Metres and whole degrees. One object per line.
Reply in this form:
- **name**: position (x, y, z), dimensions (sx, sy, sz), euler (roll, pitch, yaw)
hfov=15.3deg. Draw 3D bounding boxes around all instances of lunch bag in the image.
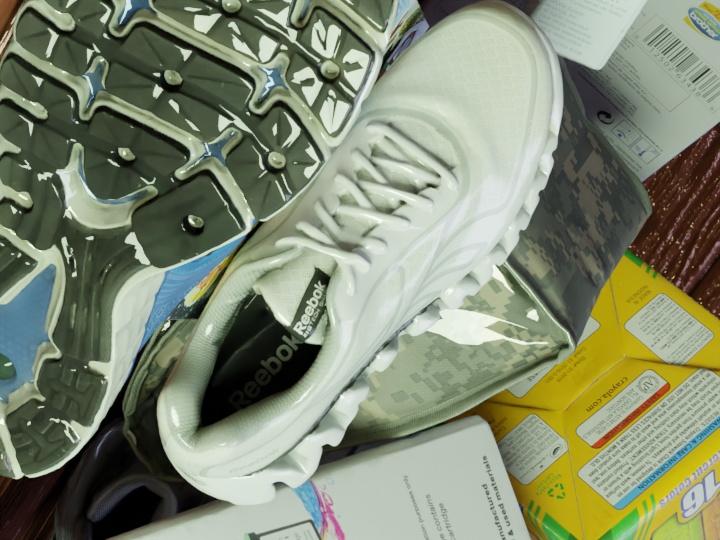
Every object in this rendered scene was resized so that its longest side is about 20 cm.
- **lunch bag**: position (0.000, 0.000, 1.101), dimensions (0.199, 0.118, 0.164), euler (-27, -169, 26)

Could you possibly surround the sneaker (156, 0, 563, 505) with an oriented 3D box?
- **sneaker**: position (0.000, -0.007, 0.913), dimensions (0.200, 0.075, 0.081), euler (-55, 167, -2)

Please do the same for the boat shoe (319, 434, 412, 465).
- **boat shoe**: position (0.012, 0.064, 1.205), dimensions (0.200, 0.065, 0.074), euler (-48, 146, -9)

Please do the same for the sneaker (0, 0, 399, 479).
- **sneaker**: position (-0.051, -0.038, 0.658), dimensions (0.200, 0.078, 0.089), euler (-48, -172, 38)

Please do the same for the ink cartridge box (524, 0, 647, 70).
- **ink cartridge box**: position (0.127, -0.208, 1.005), dimensions (0.200, 0.040, 0.200), euler (125, -17, -51)

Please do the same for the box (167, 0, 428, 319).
- **box**: position (-0.035, -0.049, 0.905), dimensions (0.137, 0.038, 0.200), euler (-55, 176, 2)

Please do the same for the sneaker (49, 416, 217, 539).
- **sneaker**: position (-0.072, 0.079, 1.237), dimensions (0.200, 0.075, 0.115), euler (-51, 178, -9)

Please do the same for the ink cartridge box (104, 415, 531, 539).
- **ink cartridge box**: position (-0.051, 0.133, 1.045), dimensions (0.199, 0.084, 0.145), euler (-15, 173, -40)

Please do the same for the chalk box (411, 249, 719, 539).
- **chalk box**: position (0.116, 0.107, 1.195), dimensions (0.124, 0.124, 0.200), euler (-40, 144, -16)

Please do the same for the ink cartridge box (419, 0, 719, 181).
- **ink cartridge box**: position (0.134, -0.135, 1.189), dimensions (0.076, 0.136, 0.200), euler (-53, -172, -36)
